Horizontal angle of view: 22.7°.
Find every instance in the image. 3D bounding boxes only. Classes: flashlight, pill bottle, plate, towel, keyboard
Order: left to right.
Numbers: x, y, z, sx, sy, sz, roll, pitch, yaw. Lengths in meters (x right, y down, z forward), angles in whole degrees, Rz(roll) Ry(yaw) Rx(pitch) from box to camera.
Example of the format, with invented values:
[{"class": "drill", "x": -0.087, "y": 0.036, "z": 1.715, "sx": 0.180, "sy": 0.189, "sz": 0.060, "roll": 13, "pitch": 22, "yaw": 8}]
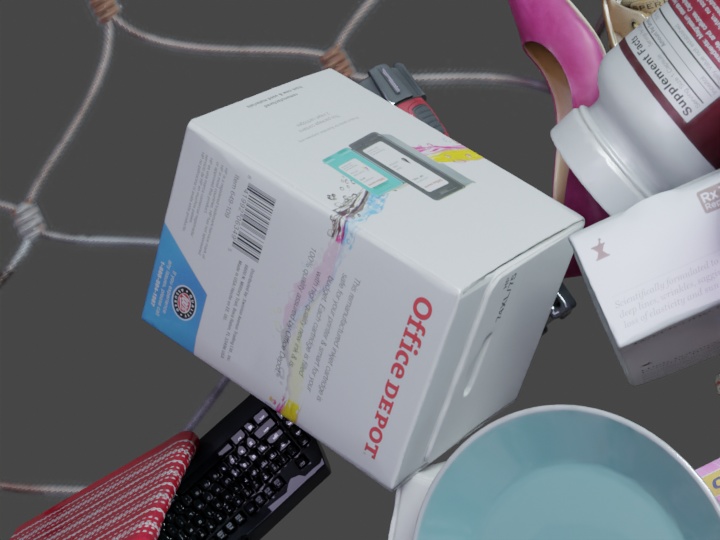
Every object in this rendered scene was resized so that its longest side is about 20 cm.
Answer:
[{"class": "towel", "x": -0.170, "y": 0.166, "z": 1.098, "sx": 0.144, "sy": 0.200, "sz": 0.023, "roll": -31, "pitch": 99, "yaw": 9}, {"class": "keyboard", "x": -0.104, "y": 0.172, "z": 1.164, "sx": 0.200, "sy": 0.040, "sz": 0.104, "roll": -44, "pitch": 74, "yaw": 3}, {"class": "flashlight", "x": 0.054, "y": -0.038, "z": 1.155, "sx": 0.068, "sy": 0.068, "sz": 0.200, "roll": -32, "pitch": 80, "yaw": -5}, {"class": "plate", "x": 0.119, "y": 0.173, "z": 0.978, "sx": 0.200, "sy": 0.026, "sz": 0.201, "roll": 0, "pitch": 91, "yaw": 31}, {"class": "pill bottle", "x": 0.214, "y": -0.114, "z": 1.047, "sx": 0.200, "sy": 0.113, "sz": 0.113, "roll": -40, "pitch": 75, "yaw": 16}]

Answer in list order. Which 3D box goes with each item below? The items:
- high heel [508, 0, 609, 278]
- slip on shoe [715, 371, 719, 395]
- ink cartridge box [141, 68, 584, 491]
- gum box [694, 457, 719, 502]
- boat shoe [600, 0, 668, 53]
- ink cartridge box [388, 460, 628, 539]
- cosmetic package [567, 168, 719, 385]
[{"class": "high heel", "x": 0.121, "y": -0.097, "z": 1.148, "sx": 0.096, "sy": 0.067, "sz": 0.200, "roll": -30, "pitch": 88, "yaw": -4}, {"class": "slip on shoe", "x": 0.302, "y": 0.024, "z": 1.087, "sx": 0.200, "sy": 0.074, "sz": 0.061, "roll": -28, "pitch": 71, "yaw": 0}, {"class": "ink cartridge box", "x": 0.000, "y": 0.000, "z": 1.076, "sx": 0.200, "sy": 0.146, "sz": 0.147, "roll": 33, "pitch": 125, "yaw": 22}, {"class": "gum box", "x": 0.277, "y": 0.147, "z": 1.071, "sx": 0.200, "sy": 0.066, "sz": 0.114, "roll": -27, "pitch": 77, "yaw": 6}, {"class": "boat shoe", "x": 0.187, "y": -0.159, "z": 1.143, "sx": 0.071, "sy": 0.065, "sz": 0.200, "roll": -22, "pitch": 77, "yaw": 8}, {"class": "ink cartridge box", "x": 0.116, "y": 0.205, "z": 1.046, "sx": 0.200, "sy": 0.084, "sz": 0.145, "roll": 14, "pitch": 100, "yaw": 30}, {"class": "cosmetic package", "x": 0.185, "y": 0.009, "z": 1.045, "sx": 0.102, "sy": 0.200, "sz": 0.074, "roll": -25, "pitch": 78, "yaw": 7}]
